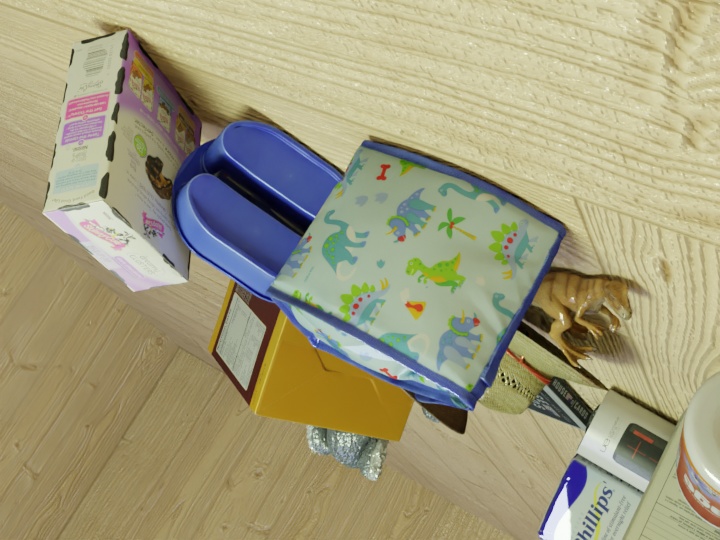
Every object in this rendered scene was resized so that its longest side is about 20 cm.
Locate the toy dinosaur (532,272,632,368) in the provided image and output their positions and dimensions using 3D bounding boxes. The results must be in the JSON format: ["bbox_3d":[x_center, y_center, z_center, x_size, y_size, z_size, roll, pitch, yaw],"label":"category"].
[{"bbox_3d":[0.173,0.024,0.935,0.198,0.060,0.107,5,130,48],"label":"toy dinosaur"}]

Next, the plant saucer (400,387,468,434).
[{"bbox_3d":[0.043,0.078,1.035,0.200,0.037,0.200,43,-175,-5],"label":"plant saucer"}]

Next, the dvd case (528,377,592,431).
[{"bbox_3d":[0.188,0.134,1.314,0.198,0.025,0.150,18,160,49],"label":"dvd case"}]

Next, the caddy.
[{"bbox_3d":[-0.096,-0.057,1.054,0.198,0.143,0.105,35,161,-7],"label":"caddy"}]

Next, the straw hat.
[{"bbox_3d":[0.139,0.091,1.028,0.200,0.086,0.201,36,-175,-3],"label":"straw hat"}]

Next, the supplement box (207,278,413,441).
[{"bbox_3d":[-0.051,0.087,1.245,0.194,0.135,0.200,15,-169,-28],"label":"supplement box"}]

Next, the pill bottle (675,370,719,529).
[{"bbox_3d":[0.331,0.164,0.898,0.111,0.113,0.200,26,165,23],"label":"pill bottle"}]

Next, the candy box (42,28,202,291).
[{"bbox_3d":[-0.234,-0.108,1.057,0.070,0.204,0.168,-9,150,17],"label":"candy box"}]

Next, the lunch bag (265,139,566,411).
[{"bbox_3d":[0.052,0.007,0.870,0.198,0.172,0.128,20,162,36],"label":"lunch bag"}]

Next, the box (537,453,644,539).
[{"bbox_3d":[0.330,0.293,1.215,0.198,0.107,0.183,28,-167,20],"label":"box"}]

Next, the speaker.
[{"bbox_3d":[0.335,0.210,1.121,0.198,0.082,0.081,30,166,16],"label":"speaker"}]

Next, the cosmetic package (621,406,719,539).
[{"bbox_3d":[0.323,0.249,1.023,0.104,0.202,0.071,28,166,17],"label":"cosmetic package"}]

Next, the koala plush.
[{"bbox_3d":[0.012,0.204,1.562,0.176,0.202,0.184,21,166,40],"label":"koala plush"}]
